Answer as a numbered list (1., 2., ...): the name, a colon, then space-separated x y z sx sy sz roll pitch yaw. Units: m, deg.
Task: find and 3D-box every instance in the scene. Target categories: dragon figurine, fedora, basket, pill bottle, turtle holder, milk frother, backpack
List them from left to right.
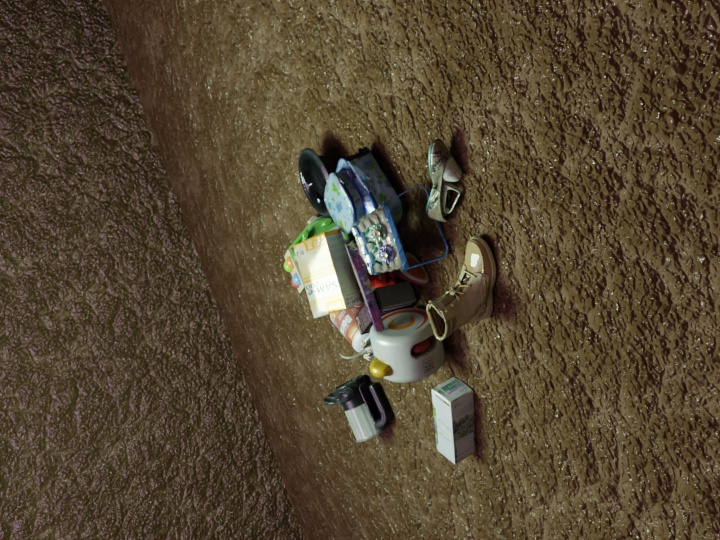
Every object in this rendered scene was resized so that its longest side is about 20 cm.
1. turtle holder: -0.109 -0.076 1.883 0.139 0.188 0.132 32 -170 -7
2. fedora: -0.096 -0.258 1.807 0.200 0.090 0.204 41 143 42
3. milk frother: -0.019 0.462 2.071 0.180 0.197 0.191 -32 82 59
4. pill bottle: 0.002 0.172 1.914 0.200 0.110 0.114 47 146 36
5. backpack: 0.002 -0.175 1.627 0.202 0.145 0.184 54 155 14
6. dragon figurine: 0.044 0.210 1.792 0.198 0.099 0.060 -31 80 17
7. basket: 0.090 -0.081 1.487 0.139 0.196 0.180 -106 -8 -84

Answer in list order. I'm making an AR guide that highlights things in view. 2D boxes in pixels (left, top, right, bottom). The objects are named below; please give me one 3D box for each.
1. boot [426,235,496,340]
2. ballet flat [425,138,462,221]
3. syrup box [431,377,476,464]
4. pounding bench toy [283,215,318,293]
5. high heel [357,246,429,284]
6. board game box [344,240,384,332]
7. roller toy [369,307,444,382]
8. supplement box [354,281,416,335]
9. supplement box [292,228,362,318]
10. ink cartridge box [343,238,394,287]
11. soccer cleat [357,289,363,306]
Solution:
1. boot: 0.214 0.040 1.375 0.072 0.153 0.204 33 137 47
2. ballet flat: 0.185 -0.189 1.382 0.074 0.068 0.203 24 139 25
3. syrup box: 0.244 0.390 1.657 0.081 0.078 0.204 28 133 52
4. pounding bench toy: -0.171 -0.054 2.001 0.204 0.153 0.124 66 165 5
5. high heel: 0.079 -0.012 1.624 0.198 0.068 0.096 35 146 -1
6. board game box: 0.011 0.039 1.569 0.121 0.032 0.203 -121 11 -54
7. roller toy: 0.120 0.196 1.629 0.178 0.200 0.143 -7 110 18
8. supplement box: 0.066 0.105 1.744 0.062 0.107 0.201 70 154 21
9. supplement box: -0.087 0.009 1.664 0.124 0.073 0.204 -19 88 39
10. ink cartridge box: 0.000 0.000 1.752 0.197 0.047 0.162 26 150 24
11. soccer cleat: -0.064 0.032 1.765 0.199 0.069 0.085 37 163 12
